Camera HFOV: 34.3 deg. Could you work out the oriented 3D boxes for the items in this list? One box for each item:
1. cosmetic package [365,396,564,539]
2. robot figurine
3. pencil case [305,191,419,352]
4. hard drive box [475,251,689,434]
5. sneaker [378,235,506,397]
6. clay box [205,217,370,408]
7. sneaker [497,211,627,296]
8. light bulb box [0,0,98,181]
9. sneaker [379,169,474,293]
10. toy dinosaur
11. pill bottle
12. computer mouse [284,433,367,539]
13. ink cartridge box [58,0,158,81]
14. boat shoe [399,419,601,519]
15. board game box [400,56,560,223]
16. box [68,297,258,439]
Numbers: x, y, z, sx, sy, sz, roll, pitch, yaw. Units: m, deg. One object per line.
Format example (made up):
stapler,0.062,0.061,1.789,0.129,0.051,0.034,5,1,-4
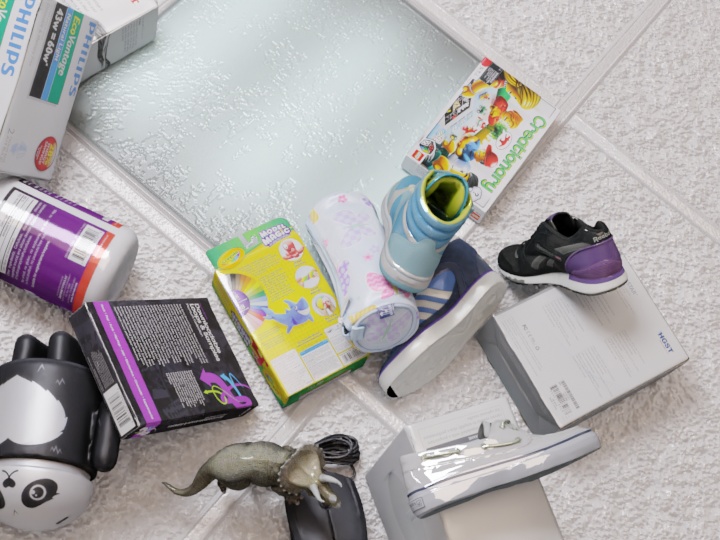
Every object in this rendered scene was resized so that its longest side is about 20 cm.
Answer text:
cosmetic package,0.110,0.267,1.220,0.122,0.200,0.201,-13,70,-18
robot figurine,-0.329,0.166,1.207,0.124,0.150,0.201,18,61,-31
pencil case,0.000,0.000,1.348,0.090,0.083,0.201,-16,50,-5
hard drive box,0.266,0.092,1.400,0.199,0.077,0.156,-23,74,-20
sneaker,0.061,0.040,1.390,0.200,0.081,0.146,-44,59,-8
clay box,-0.089,0.045,1.358,0.114,0.048,0.201,-25,73,-22
sneaker,0.233,-0.032,1.382,0.075,0.200,0.088,-27,109,-28
light bulb box,-0.429,-0.226,1.292,0.199,0.125,0.200,19,94,16
sneaker,0.081,-0.077,1.315,0.079,0.131,0.201,22,34,-14
toy dinosaur,-0.110,0.204,1.218,0.198,0.102,0.077,7,66,7
pill bottle,-0.356,-0.032,1.297,0.199,0.113,0.113,25,64,0
computer mouse,-0.042,0.277,1.263,0.138,0.053,0.201,-9,69,-17
ink cartridge box,-0.369,-0.311,1.433,0.200,0.083,0.147,-35,78,-23
boat shoe,0.133,0.173,1.113,0.199,0.074,0.067,-15,73,-18
board game box,0.158,-0.172,1.516,0.126,0.035,0.200,36,64,4
box,-0.206,0.100,1.251,0.200,0.036,0.144,-1,59,-57
